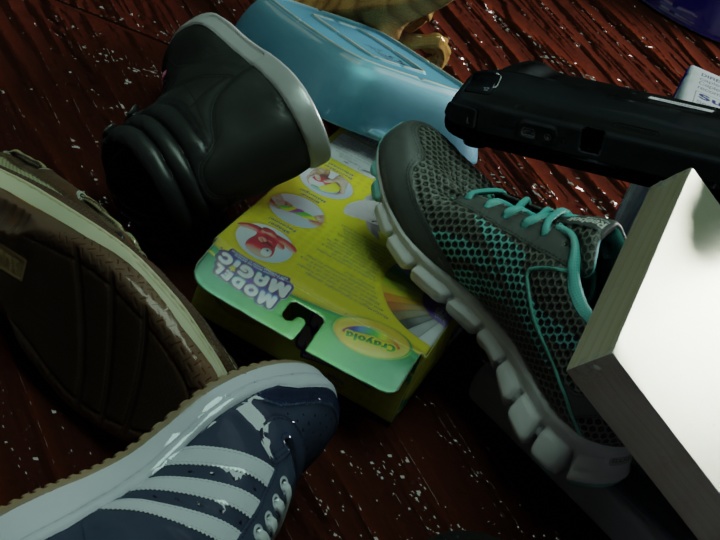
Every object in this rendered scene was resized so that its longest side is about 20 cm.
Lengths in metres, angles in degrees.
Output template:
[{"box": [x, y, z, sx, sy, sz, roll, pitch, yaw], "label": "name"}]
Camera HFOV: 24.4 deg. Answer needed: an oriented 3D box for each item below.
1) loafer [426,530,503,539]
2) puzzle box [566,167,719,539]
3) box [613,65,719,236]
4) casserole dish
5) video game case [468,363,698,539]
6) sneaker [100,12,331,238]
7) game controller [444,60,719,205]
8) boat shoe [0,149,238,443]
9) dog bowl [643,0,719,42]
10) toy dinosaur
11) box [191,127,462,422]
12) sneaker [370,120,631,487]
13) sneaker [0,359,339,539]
[{"box": [0.029, 0.146, 0.615, 0.073, 0.072, 0.199, 26, 12, 35], "label": "loafer"}, {"box": [0.171, 0.071, 0.715, 0.200, 0.025, 0.133, 51, 41, -16], "label": "puzzle box"}, {"box": [0.224, 0.002, 0.876, 0.183, 0.105, 0.200, 25, 31, 5], "label": "box"}, {"box": [-0.002, -0.115, 0.960, 0.120, 0.039, 0.200, 13, 17, -29], "label": "casserole dish"}, {"box": [0.178, 0.099, 0.819, 0.181, 0.023, 0.200, -11, 46, -43], "label": "video game case"}, {"box": [-0.096, -0.077, 0.859, 0.099, 0.071, 0.200, -27, 25, -13], "label": "sneaker"}, {"box": [0.143, -0.064, 0.804, 0.199, 0.042, 0.104, 17, 16, 24], "label": "game controller"}, {"box": [-0.117, 0.002, 0.727, 0.202, 0.075, 0.075, 38, 28, 23], "label": "boat shoe"}, {"box": [0.310, -0.265, 1.402, 0.199, 0.079, 0.201, 16, 32, -11], "label": "dog bowl"}, {"box": [0.021, -0.161, 1.041, 0.199, 0.061, 0.106, 0, -10, 39], "label": "toy dinosaur"}, {"box": [0.000, 0.000, 0.830, 0.117, 0.049, 0.200, 29, 29, 9], "label": "box"}, {"box": [0.083, -0.003, 0.770, 0.077, 0.091, 0.200, -12, 59, -49], "label": "sneaker"}, {"box": [-0.051, 0.108, 0.607, 0.108, 0.070, 0.200, 34, 39, 25], "label": "sneaker"}]
